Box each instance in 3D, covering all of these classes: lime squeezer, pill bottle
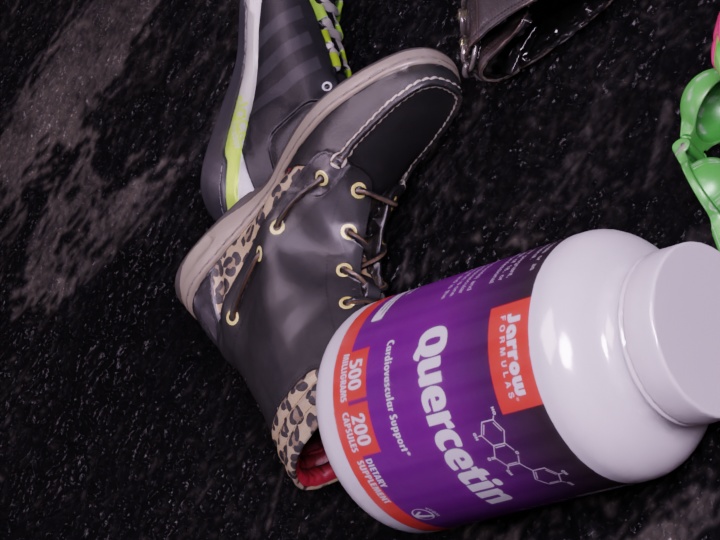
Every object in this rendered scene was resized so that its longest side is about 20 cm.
[{"bbox_3d":[0.177,-0.052,1.200,0.070,0.038,0.202,5,70,19],"label":"lime squeezer"},{"bbox_3d":[0.080,0.048,1.183,0.199,0.112,0.113,-20,55,44],"label":"pill bottle"}]

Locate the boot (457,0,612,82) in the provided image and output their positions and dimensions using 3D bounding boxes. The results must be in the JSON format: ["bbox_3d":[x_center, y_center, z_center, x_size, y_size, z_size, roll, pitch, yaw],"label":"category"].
[{"bbox_3d":[0.057,-0.175,1.381,0.199,0.069,0.175,-30,52,40],"label":"boot"}]

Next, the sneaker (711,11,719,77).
[{"bbox_3d":[0.222,-0.155,1.175,0.077,0.083,0.201,96,-162,-69],"label":"sneaker"}]

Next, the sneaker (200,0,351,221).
[{"bbox_3d":[-0.024,-0.105,1.454,0.082,0.072,0.202,5,77,30],"label":"sneaker"}]

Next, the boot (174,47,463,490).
[{"bbox_3d":[0.000,0.000,1.333,0.200,0.073,0.151,-43,51,19],"label":"boot"}]
